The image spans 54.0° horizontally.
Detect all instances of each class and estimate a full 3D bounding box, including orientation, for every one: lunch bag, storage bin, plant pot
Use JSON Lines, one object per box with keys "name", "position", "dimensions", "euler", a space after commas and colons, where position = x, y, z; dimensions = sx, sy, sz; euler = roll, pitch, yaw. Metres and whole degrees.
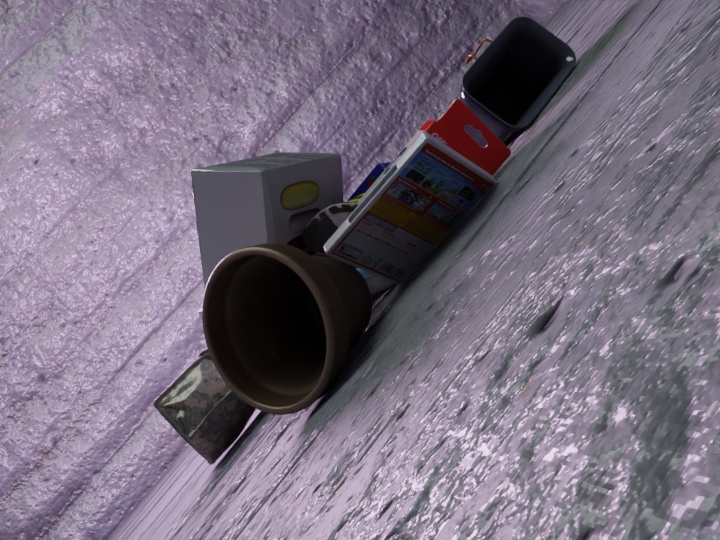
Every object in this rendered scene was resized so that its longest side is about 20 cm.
{"name": "lunch bag", "position": [-0.260, 0.231, 1.308], "dimensions": [0.200, 0.117, 0.165], "euler": [-46, -24, -19]}
{"name": "storage bin", "position": [0.228, -0.289, 1.147], "dimensions": [0.201, 0.145, 0.135], "euler": [-50, -6, -25]}
{"name": "plant pot", "position": [-0.071, 0.057, 0.894], "dimensions": [0.200, 0.201, 0.174], "euler": [-46, -15, 30]}

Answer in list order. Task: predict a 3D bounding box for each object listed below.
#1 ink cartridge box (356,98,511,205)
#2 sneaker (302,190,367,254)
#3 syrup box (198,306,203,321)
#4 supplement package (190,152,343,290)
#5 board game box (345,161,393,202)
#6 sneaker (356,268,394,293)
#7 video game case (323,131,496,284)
{"name": "ink cartridge box", "position": [0.102, -0.129, 0.996], "dimensions": [0.200, 0.116, 0.067], "euler": [-48, 11, 6]}
{"name": "sneaker", "position": [0.005, -0.079, 1.075], "dimensions": [0.198, 0.075, 0.085], "euler": [-23, 7, -7]}
{"name": "syrup box", "position": [-0.183, 0.122, 1.189], "dimensions": [0.080, 0.202, 0.079], "euler": [4, 40, 36]}
{"name": "supplement package", "position": [-0.136, -0.077, 1.109], "dimensions": [0.145, 0.194, 0.199], "euler": [6, 18, 33]}
{"name": "board game box", "position": [0.014, -0.101, 1.220], "dimensions": [0.200, 0.045, 0.134], "euler": [-48, -14, 29]}
{"name": "sneaker", "position": [-0.038, 0.023, 1.072], "dimensions": [0.198, 0.073, 0.072], "euler": [-25, -3, 21]}
{"name": "video game case", "position": [0.064, -0.072, 0.911], "dimensions": [0.200, 0.142, 0.018], "euler": [-47, 44, 24]}
